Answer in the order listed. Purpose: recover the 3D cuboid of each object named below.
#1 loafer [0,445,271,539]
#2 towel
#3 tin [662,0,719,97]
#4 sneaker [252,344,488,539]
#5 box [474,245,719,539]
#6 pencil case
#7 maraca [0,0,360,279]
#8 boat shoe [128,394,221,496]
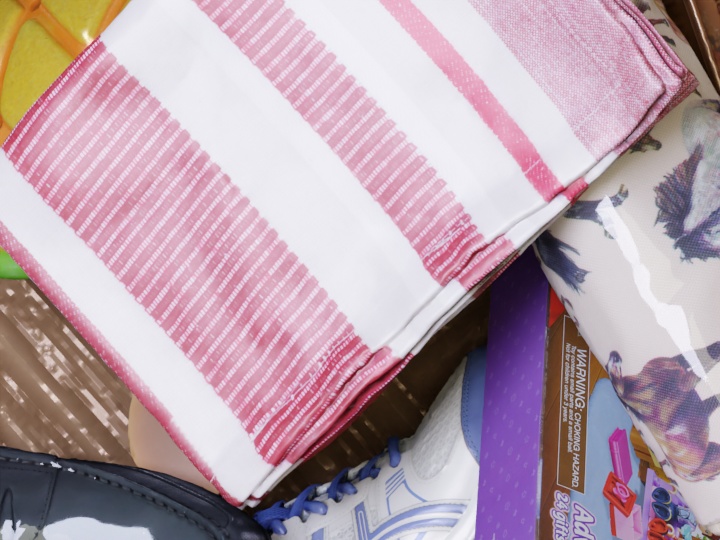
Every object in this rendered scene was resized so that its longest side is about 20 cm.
[{"bbox_3d":[-0.122,0.093,0.961,0.200,0.070,0.068,5,83,30],"label":"loafer"},{"bbox_3d":[-0.015,-0.042,0.884,0.200,0.023,0.144,-44,80,13],"label":"towel"},{"bbox_3d":[0.145,-0.074,0.982,0.112,0.042,0.201,-15,85,-37],"label":"tin"},{"bbox_3d":[-0.013,0.101,0.971,0.088,0.075,0.200,32,91,2],"label":"sneaker"},{"bbox_3d":[0.104,0.078,0.933,0.137,0.039,0.201,24,50,-24],"label":"box"},{"bbox_3d":[0.097,-0.019,0.907,0.089,0.078,0.200,-26,78,-23],"label":"pencil case"},{"bbox_3d":[-0.061,-0.065,0.964,0.200,0.137,0.107,-26,131,25],"label":"maraca"},{"bbox_3d":[0.000,0.000,0.997,0.070,0.070,0.200,42,92,14],"label":"boat shoe"}]
